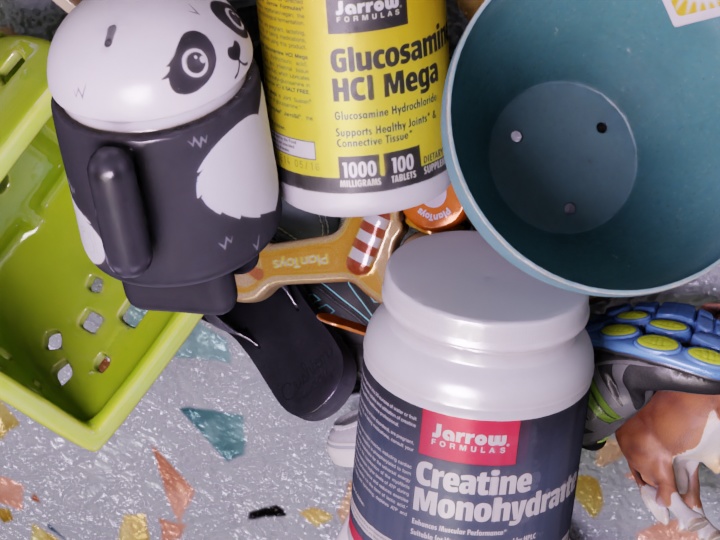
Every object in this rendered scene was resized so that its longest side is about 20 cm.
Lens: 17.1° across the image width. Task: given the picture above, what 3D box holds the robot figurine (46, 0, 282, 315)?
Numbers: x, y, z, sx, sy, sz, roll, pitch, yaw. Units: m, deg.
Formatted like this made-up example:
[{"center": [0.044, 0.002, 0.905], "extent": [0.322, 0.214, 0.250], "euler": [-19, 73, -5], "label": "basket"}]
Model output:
[{"center": [-0.110, -0.071, 1.383], "extent": [0.124, 0.150, 0.201], "euler": [-18, 125, -14], "label": "robot figurine"}]

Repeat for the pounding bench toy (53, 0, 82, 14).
[{"center": [-0.142, -0.258, 1.420], "extent": [0.156, 0.124, 0.200], "euler": [40, 133, -7], "label": "pounding bench toy"}]

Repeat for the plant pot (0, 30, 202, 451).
[{"center": [-0.213, -0.035, 1.529], "extent": [0.200, 0.200, 0.181], "euler": [39, 175, -40], "label": "plant pot"}]

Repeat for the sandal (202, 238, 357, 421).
[{"center": [-0.072, 0.019, 1.599], "extent": [0.200, 0.076, 0.043], "euler": [42, -171, 38], "label": "sandal"}]

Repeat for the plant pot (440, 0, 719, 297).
[{"center": [0.134, -0.078, 1.407], "extent": [0.199, 0.201, 0.135], "euler": [35, 169, -4], "label": "plant pot"}]

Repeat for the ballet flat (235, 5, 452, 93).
[{"center": [-0.015, -0.123, 1.511], "extent": [0.199, 0.057, 0.067], "euler": [15, 133, 15], "label": "ballet flat"}]

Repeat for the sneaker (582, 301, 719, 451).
[{"center": [0.158, 0.070, 1.517], "extent": [0.199, 0.071, 0.083], "euler": [-9, 106, 38], "label": "sneaker"}]

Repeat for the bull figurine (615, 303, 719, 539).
[{"center": [0.233, 0.091, 1.540], "extent": [0.065, 0.122, 0.200], "euler": [-5, 152, -29], "label": "bull figurine"}]

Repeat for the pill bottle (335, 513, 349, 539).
[{"center": [0.081, 0.215, 1.696], "extent": [0.199, 0.117, 0.117], "euler": [28, 133, 4], "label": "pill bottle"}]

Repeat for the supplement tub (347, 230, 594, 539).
[{"center": [0.067, 0.093, 1.457], "extent": [0.139, 0.140, 0.201], "euler": [13, 118, 16], "label": "supplement tub"}]

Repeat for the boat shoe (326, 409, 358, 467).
[{"center": [0.051, 0.080, 1.639], "extent": [0.199, 0.072, 0.069], "euler": [-20, 101, 39], "label": "boat shoe"}]

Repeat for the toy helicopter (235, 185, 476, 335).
[{"center": [0.000, 0.000, 1.536], "extent": [0.198, 0.079, 0.133], "euler": [-6, 92, 19], "label": "toy helicopter"}]

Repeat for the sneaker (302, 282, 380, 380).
[{"center": [-0.005, 0.033, 1.625], "extent": [0.199, 0.080, 0.075], "euler": [20, 171, 38], "label": "sneaker"}]

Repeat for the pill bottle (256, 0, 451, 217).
[{"center": [-0.004, -0.142, 1.407], "extent": [0.112, 0.112, 0.202], "euler": [4, 114, 23], "label": "pill bottle"}]

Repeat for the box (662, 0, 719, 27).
[{"center": [0.190, -0.247, 1.279], "extent": [0.112, 0.102, 0.201], "euler": [-12, 120, 33], "label": "box"}]

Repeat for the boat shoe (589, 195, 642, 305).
[{"center": [0.162, -0.019, 1.502], "extent": [0.199, 0.072, 0.065], "euler": [-19, 83, 34], "label": "boat shoe"}]

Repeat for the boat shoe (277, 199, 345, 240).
[{"center": [-0.090, -0.080, 1.579], "extent": [0.073, 0.062, 0.200], "euler": [-30, 110, 38], "label": "boat shoe"}]
